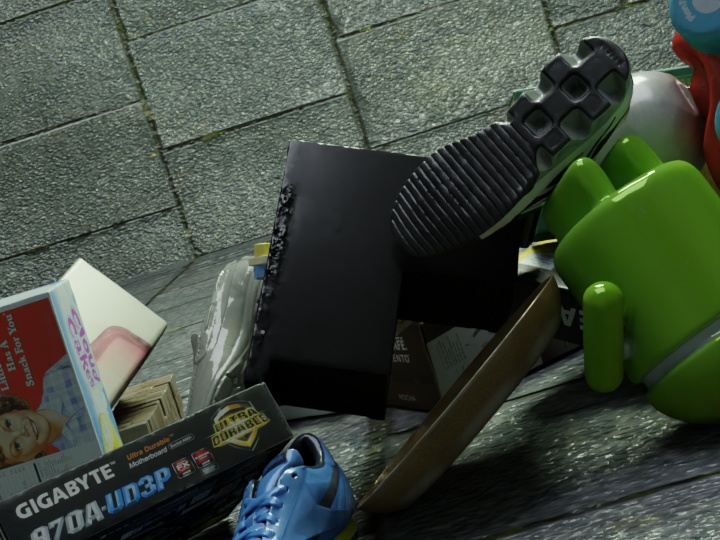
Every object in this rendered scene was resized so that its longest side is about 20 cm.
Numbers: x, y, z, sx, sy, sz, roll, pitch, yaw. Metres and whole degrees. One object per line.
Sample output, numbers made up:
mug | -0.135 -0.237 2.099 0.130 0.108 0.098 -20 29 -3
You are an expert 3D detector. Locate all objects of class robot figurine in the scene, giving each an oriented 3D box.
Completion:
robot figurine | 0.205 0.012 0.807 0.174 0.201 0.116 -25 -18 -26

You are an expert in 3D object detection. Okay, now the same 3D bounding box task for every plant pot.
plant pot | 0.071 0.087 0.815 0.201 0.027 0.200 -50 -5 -6

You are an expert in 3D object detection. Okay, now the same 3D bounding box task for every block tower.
block tower | -0.206 0.153 1.177 0.057 0.055 0.200 -17 9 2

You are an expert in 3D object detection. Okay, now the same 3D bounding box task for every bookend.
bookend | 0.029 0.022 0.900 0.197 0.201 0.093 7 -30 2

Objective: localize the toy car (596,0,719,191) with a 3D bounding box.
toy car | 0.242 -0.095 0.915 0.199 0.179 0.183 -28 -26 28

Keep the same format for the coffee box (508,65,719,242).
coffee box | 0.226 -0.098 1.004 0.197 0.125 0.044 -9 -9 -1

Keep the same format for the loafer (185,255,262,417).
loafer | -0.123 0.080 1.126 0.069 0.070 0.202 -1 57 33

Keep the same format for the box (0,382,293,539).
box | -0.155 0.160 0.814 0.198 0.046 0.159 -23 -19 -33

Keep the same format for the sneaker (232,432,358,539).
sneaker | -0.057 0.160 0.738 0.065 0.080 0.200 -12 11 20

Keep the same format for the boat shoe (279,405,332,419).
boat shoe | -0.085 0.107 1.172 0.197 0.069 0.073 -12 10 34

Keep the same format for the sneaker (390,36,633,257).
sneaker | 0.113 -0.069 0.865 0.199 0.074 0.088 -37 -27 6

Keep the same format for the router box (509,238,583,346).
router box | 0.228 0.014 0.970 0.198 0.052 0.149 14 31 39

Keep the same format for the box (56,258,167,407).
box | -0.279 0.108 1.113 0.128 0.108 0.201 -51 6 34

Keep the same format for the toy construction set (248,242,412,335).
toy construction set | 0.000 0.000 1.056 0.130 0.094 0.199 2 5 -30

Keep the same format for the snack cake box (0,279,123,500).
snack cake box | -0.258 0.122 0.965 0.113 0.203 0.067 -16 7 2

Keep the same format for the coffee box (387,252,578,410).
coffee box | 0.111 0.049 1.099 0.198 0.081 0.113 -22 9 -29
